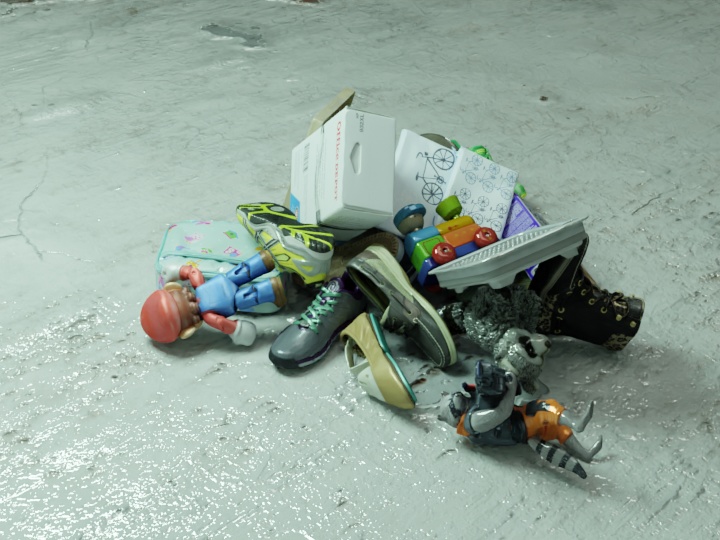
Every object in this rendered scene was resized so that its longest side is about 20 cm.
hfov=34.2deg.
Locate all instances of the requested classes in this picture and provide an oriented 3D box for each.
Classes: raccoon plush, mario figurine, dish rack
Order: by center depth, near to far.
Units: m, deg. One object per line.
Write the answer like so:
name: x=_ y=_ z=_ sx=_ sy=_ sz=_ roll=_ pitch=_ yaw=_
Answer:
dish rack: x=0.191 y=-0.015 z=1.489 sx=0.170 sy=0.044 sz=0.200 roll=-23 pitch=4 yaw=-17
raccoon plush: x=0.173 y=0.105 z=1.541 sx=0.096 sy=0.200 sz=0.136 roll=18 pitch=63 yaw=-25
mario figurine: x=-0.204 y=0.043 z=1.600 sx=0.198 sy=0.107 sz=0.124 roll=-19 pitch=37 yaw=-5

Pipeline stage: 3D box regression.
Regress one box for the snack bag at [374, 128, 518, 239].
snack bag: x=0.124 y=-0.108 z=1.723 sx=0.198 sy=0.021 sz=0.190 roll=24 pitch=61 yaw=-5

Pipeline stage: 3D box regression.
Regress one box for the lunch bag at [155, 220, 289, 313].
lunch bag: x=-0.196 y=-0.007 z=1.705 sx=0.197 sy=0.078 sz=0.161 roll=4 pitch=29 yaw=1

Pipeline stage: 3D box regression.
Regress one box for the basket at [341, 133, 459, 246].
basket: x=0.053 y=-0.108 z=1.847 sx=0.199 sy=0.180 sz=0.137 roll=-35 pitch=86 yaw=-38

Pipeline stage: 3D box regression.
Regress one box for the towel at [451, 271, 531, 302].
towel: x=0.210 y=0.039 z=1.725 sx=0.145 sy=0.022 sz=0.201 roll=-4 pitch=31 yaw=-12

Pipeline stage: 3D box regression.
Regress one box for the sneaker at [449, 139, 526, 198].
sneaker: x=0.204 y=-0.170 z=2.030 sx=0.074 sy=0.085 sz=0.199 roll=-21 pitch=38 yaw=-37

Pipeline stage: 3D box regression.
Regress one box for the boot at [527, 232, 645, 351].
boot: x=0.309 y=0.030 z=1.570 sx=0.149 sy=0.201 sz=0.074 roll=16 pitch=45 yaw=-3

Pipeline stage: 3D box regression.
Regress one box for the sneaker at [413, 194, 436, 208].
sneaker: x=0.131 y=-0.039 z=1.759 sx=0.198 sy=0.080 sz=0.078 roll=26 pitch=-9 yaw=-6

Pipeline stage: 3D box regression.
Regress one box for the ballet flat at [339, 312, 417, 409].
ballet flat: x=0.020 y=0.128 z=1.521 sx=0.063 sy=0.069 sz=0.200 roll=-29 pitch=30 yaw=0

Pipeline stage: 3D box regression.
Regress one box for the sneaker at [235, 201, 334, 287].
sneaker: x=-0.115 y=-0.040 z=1.644 sx=0.075 sy=0.077 sz=0.199 roll=-10 pitch=29 yaw=-36

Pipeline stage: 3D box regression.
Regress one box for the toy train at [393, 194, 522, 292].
toy train: x=0.151 y=-0.059 z=1.655 sx=0.198 sy=0.085 sz=0.116 roll=-20 pitch=63 yaw=-23

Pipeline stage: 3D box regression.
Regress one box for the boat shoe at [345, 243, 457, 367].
boat shoe: x=0.052 y=0.056 z=1.585 sx=0.066 sy=0.072 sz=0.202 roll=-29 pitch=72 yaw=-23

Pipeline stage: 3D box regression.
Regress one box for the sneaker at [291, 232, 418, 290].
sneaker: x=0.000 y=0.000 z=1.726 sx=0.198 sy=0.071 sz=0.108 roll=-12 pitch=-23 yaw=34

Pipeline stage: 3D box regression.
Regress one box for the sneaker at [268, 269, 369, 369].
sneaker: x=-0.058 y=0.057 z=1.594 sx=0.074 sy=0.089 sz=0.200 roll=19 pitch=33 yaw=26

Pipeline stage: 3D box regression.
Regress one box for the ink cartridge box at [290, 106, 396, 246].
ink cartridge box: x=-0.028 y=-0.128 z=1.670 sx=0.083 sy=0.147 sz=0.200 roll=8 pitch=-15 yaw=-23

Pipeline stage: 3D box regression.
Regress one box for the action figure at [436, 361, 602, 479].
action figure: x=0.179 y=0.174 z=1.381 sx=0.191 sy=0.106 sz=0.200 roll=8 pitch=-13 yaw=22

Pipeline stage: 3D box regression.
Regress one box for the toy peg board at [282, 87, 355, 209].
toy peg board: x=-0.037 y=-0.163 z=1.882 sx=0.097 sy=0.202 sz=0.199 roll=24 pitch=26 yaw=5

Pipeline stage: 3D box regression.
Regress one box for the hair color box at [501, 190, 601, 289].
hair color box: x=0.272 y=-0.024 z=1.732 sx=0.109 sy=0.065 sz=0.201 roll=37 pitch=17 yaw=-35
